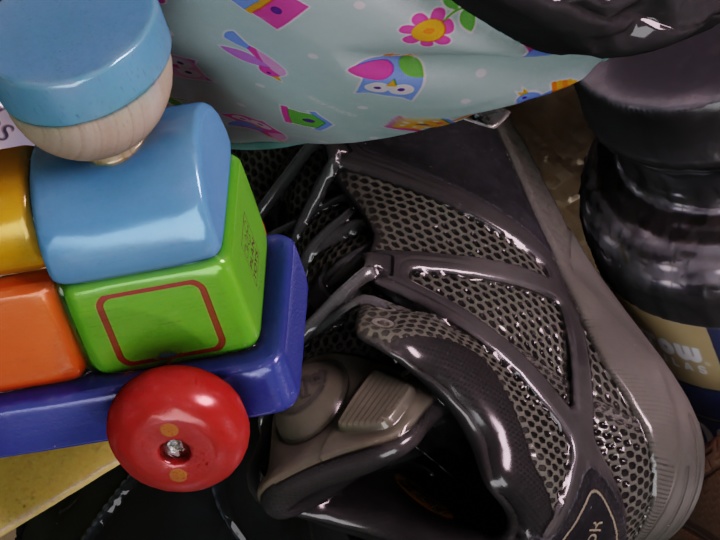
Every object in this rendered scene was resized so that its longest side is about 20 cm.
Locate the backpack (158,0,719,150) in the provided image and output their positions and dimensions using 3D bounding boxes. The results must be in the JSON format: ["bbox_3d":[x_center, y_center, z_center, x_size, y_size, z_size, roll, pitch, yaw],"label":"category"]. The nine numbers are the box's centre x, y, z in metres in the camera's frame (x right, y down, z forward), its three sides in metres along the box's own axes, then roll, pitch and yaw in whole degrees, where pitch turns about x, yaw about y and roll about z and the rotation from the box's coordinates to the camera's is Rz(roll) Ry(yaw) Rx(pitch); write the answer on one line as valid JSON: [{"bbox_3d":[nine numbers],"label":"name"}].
[{"bbox_3d":[-0.014,-0.104,0.739,0.167,0.127,0.199,40,154,-30],"label":"backpack"}]

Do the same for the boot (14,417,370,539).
[{"bbox_3d":[-0.037,0.090,0.901,0.073,0.199,0.162,30,119,-30],"label":"boot"}]

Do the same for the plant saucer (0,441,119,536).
[{"bbox_3d":[-0.156,0.067,0.843,0.049,0.199,0.200,61,158,-7],"label":"plant saucer"}]

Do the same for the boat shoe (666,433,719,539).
[{"bbox_3d":[0.119,0.121,0.870,0.075,0.075,0.203,-13,132,-30],"label":"boat shoe"}]

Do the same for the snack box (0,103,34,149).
[{"bbox_3d":[-0.147,-0.036,0.837,0.199,0.053,0.142,21,173,-14],"label":"snack box"}]

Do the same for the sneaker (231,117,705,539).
[{"bbox_3d":[0.000,0.000,0.816,0.114,0.200,0.076,-9,150,-50],"label":"sneaker"}]

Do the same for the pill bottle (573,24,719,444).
[{"bbox_3d":[0.128,0.000,0.864,0.111,0.112,0.201,-14,129,15],"label":"pill bottle"}]

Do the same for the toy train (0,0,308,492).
[{"bbox_3d":[-0.121,-0.003,0.723,0.199,0.085,0.116,-9,129,11],"label":"toy train"}]
